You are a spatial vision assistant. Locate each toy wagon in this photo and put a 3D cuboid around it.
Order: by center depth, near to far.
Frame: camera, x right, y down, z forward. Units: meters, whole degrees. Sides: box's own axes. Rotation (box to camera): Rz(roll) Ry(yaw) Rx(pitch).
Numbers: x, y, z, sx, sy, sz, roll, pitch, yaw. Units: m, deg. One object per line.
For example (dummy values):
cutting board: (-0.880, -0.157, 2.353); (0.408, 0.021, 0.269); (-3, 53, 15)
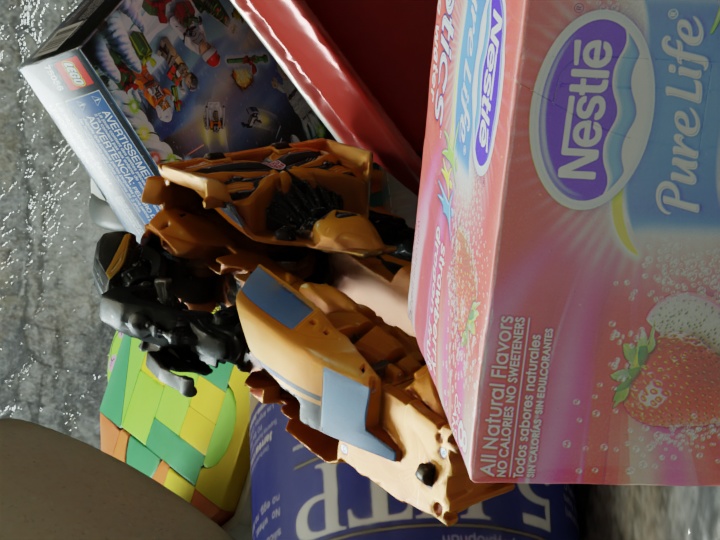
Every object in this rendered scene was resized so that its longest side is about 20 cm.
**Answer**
toy wagon: (-0.079, 0.057, 0.983); (0.200, 0.039, 0.156); (26, 99, 58)

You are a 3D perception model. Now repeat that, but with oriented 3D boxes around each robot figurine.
robot figurine: (0.004, 0.010, 0.699); (0.200, 0.144, 0.059); (33, 124, 43)

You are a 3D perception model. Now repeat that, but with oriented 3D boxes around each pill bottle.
pill bottle: (0.022, 0.123, 0.763); (0.120, 0.119, 0.201); (106, 163, -58)

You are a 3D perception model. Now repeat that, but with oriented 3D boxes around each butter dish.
butter dish: (0.016, -0.145, 0.814); (0.200, 0.148, 0.200); (53, -172, -11)

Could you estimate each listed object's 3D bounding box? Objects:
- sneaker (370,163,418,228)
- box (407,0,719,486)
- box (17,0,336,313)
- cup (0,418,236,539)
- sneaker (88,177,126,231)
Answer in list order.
sneaker: (0.000, 0.000, 0.991); (0.072, 0.079, 0.201); (58, -157, -43)
box: (0.073, -0.055, 0.545); (0.103, 0.094, 0.201); (-109, 23, -64)
box: (-0.048, -0.089, 0.924); (0.137, 0.040, 0.200); (58, -138, -24)
cup: (-0.096, 0.168, 0.835); (0.200, 0.142, 0.202); (-32, -54, -59)
sneaker: (-0.076, -0.095, 0.979); (0.201, 0.067, 0.109); (-56, -30, -63)
